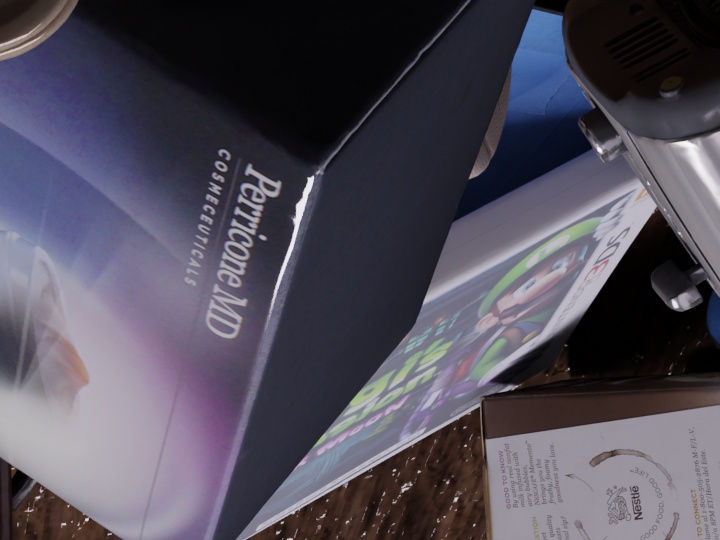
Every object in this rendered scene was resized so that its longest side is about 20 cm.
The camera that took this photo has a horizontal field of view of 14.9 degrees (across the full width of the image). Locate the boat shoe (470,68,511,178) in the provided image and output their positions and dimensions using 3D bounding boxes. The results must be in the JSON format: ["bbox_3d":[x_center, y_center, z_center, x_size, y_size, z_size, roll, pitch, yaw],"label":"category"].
[{"bbox_3d":[-0.022,-0.102,0.783,0.072,0.076,0.200,-5,134,36],"label":"boat shoe"}]

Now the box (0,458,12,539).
[{"bbox_3d":[-0.204,0.101,0.921,0.164,0.166,0.200,1,146,-11],"label":"box"}]

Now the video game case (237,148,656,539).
[{"bbox_3d":[0.015,0.033,1.011,0.200,0.023,0.182,-27,162,-26],"label":"video game case"}]

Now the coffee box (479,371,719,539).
[{"bbox_3d":[0.160,0.080,1.091,0.200,0.080,0.114,-4,180,23],"label":"coffee box"}]

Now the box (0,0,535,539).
[{"bbox_3d":[-0.076,-0.054,0.705,0.123,0.198,0.200,-51,168,-34],"label":"box"}]

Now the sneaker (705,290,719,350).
[{"bbox_3d":[0.211,-0.035,1.059,0.200,0.066,0.078,-31,141,17],"label":"sneaker"}]

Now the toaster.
[{"bbox_3d":[0.172,-0.063,0.887,0.200,0.114,0.129,-30,123,-2],"label":"toaster"}]

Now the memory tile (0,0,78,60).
[{"bbox_3d":[-0.105,-0.139,0.593,0.153,0.200,0.017,-19,173,-1],"label":"memory tile"}]

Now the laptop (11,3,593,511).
[{"bbox_3d":[0.000,0.000,0.944,0.116,0.200,0.187,35,131,-6],"label":"laptop"}]
